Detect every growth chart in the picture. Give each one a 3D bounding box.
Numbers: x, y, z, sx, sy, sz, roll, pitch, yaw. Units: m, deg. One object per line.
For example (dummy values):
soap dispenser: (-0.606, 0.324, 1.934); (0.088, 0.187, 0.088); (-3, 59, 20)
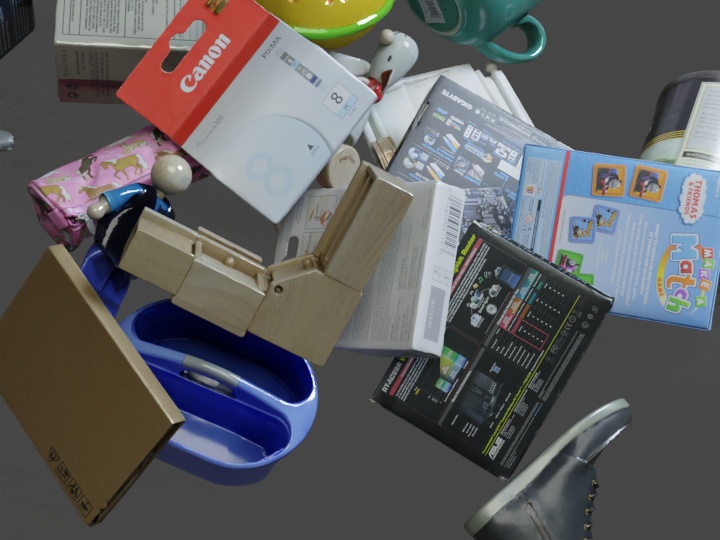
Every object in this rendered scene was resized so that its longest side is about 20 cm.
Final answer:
growth chart: (0.090, -0.163, 1.445); (0.200, 0.018, 0.145); (-11, 66, -14)

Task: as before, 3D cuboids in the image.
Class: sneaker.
sneaker: (0.202, 0.214, 1.244); (0.200, 0.075, 0.106); (-39, 79, -15)

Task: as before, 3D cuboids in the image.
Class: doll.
doll: (-0.221, -0.021, 1.261); (0.048, 0.136, 0.200); (24, 82, 29)

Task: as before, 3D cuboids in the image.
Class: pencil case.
pencil case: (-0.227, -0.094, 1.320); (0.200, 0.083, 0.087); (-30, 70, -23)

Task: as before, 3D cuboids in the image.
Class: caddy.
caddy: (-0.138, 0.110, 1.215); (0.200, 0.105, 0.141); (22, 61, 3)

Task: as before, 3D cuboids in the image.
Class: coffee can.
coffee can: (0.354, -0.085, 1.374); (0.146, 0.146, 0.200); (23, 62, 3)

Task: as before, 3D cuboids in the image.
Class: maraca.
maraca: (-0.023, -0.291, 1.364); (0.200, 0.107, 0.137); (-28, 58, -28)

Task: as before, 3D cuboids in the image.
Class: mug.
mug: (0.126, -0.314, 1.452); (0.185, 0.152, 0.114); (43, 65, 13)

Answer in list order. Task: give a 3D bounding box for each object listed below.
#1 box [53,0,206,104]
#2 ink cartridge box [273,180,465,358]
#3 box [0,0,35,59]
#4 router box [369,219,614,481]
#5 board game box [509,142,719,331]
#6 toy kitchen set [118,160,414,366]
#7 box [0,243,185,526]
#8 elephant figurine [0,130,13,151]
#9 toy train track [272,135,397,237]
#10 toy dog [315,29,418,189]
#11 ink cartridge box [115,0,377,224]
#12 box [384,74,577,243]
box: (-0.215, -0.251, 1.387); (0.200, 0.109, 0.128); (2, 62, -9)
ink cartridge box: (0.000, 0.000, 1.263); (0.050, 0.200, 0.161); (20, 74, -44)
box: (-0.456, -0.258, 1.352); (0.148, 0.107, 0.200); (36, 62, 9)
router box: (0.124, 0.075, 1.243); (0.150, 0.062, 0.200); (31, 96, 12)
board game box: (0.245, -0.033, 1.266); (0.200, 0.037, 0.151); (10, 91, 15)
toy kitchen set: (-0.089, -0.049, 1.216); (0.200, 0.163, 0.180); (27, 100, -12)
box: (-0.253, 0.103, 1.177); (0.021, 0.163, 0.200); (-14, 61, -52)
elephant figurine: (-0.436, -0.041, 1.248); (0.141, 0.155, 0.200); (20, 64, -49)
toy train track: (0.007, -0.078, 1.370); (0.200, 0.033, 0.115); (-21, 77, -14)
toy dog: (-0.023, -0.180, 1.365); (0.132, 0.096, 0.200); (3, 59, 26)
ink cartridge box: (-0.109, -0.167, 1.276); (0.200, 0.047, 0.160); (38, 92, -12)
box: (0.118, -0.067, 1.349); (0.200, 0.050, 0.199); (29, 73, -4)
